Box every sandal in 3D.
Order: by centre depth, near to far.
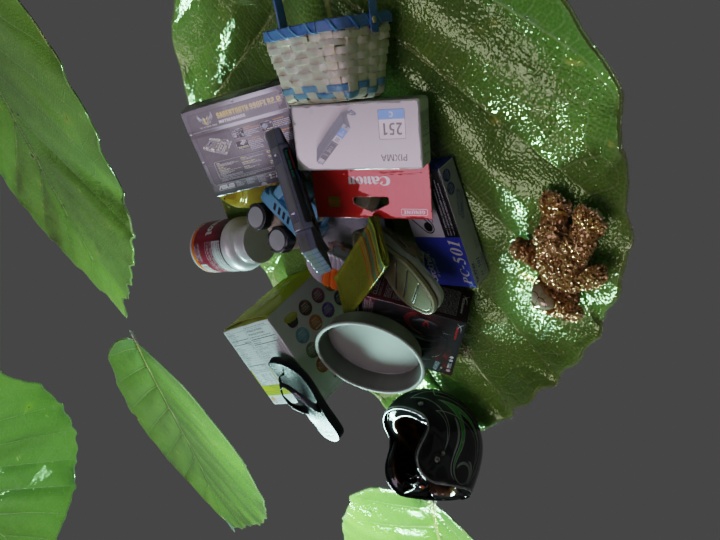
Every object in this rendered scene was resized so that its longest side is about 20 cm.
[{"bbox_3d":[-0.003,0.005,1.109,0.204,0.060,0.080,26,136,-8],"label":"sandal"},{"bbox_3d":[-0.102,0.242,1.127,0.201,0.043,0.076,53,143,-9],"label":"sandal"}]

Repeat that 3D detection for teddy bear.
[{"bbox_3d":[0.270,-0.013,0.833,0.144,0.067,0.202,38,142,17],"label":"teddy bear"}]

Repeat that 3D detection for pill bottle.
[{"bbox_3d":[-0.271,-0.055,1.306,0.198,0.113,0.114,-2,122,45],"label":"pill bottle"}]

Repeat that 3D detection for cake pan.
[{"bbox_3d":[0.019,0.141,1.052,0.196,0.037,0.202,13,139,11],"label":"cake pan"}]

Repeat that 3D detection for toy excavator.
[{"bbox_3d":[-0.080,-0.116,1.059,0.194,0.099,0.202,44,118,21],"label":"toy excavator"}]

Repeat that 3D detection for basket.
[{"bbox_3d":[-0.048,-0.329,0.810,0.174,0.138,0.204,12,122,37],"label":"basket"}]

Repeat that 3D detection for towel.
[{"bbox_3d":[-0.003,0.001,0.981,0.201,0.018,0.088,124,139,-56],"label":"towel"}]

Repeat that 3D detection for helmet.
[{"bbox_3d":[0.138,0.328,1.176,0.196,0.194,0.201,3,149,2],"label":"helmet"}]

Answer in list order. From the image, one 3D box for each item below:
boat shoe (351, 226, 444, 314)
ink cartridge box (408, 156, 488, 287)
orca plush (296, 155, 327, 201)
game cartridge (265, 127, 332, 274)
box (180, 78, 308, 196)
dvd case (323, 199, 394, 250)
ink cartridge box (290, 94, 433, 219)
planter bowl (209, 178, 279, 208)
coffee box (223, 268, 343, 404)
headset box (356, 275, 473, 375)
[{"bbox_3d":[0.070,-0.013,0.966,0.200,0.068,0.076,45,143,34],"label":"boat shoe"},{"bbox_3d":[0.125,-0.071,0.945,0.093,0.044,0.203,4,125,46],"label":"ink cartridge box"},{"bbox_3d":[-0.071,-0.207,0.982,0.071,0.104,0.203,12,126,62],"label":"orca plush"},{"bbox_3d":[-0.092,-0.105,0.940,0.130,0.038,0.203,77,175,-74],"label":"game cartridge"},{"bbox_3d":[-0.185,-0.225,1.043,0.196,0.049,0.161,-11,119,15],"label":"box"},{"bbox_3d":[-0.018,-0.067,1.117,0.197,0.018,0.145,15,132,36],"label":"dvd case"},{"bbox_3d":[0.004,-0.155,0.884,0.196,0.045,0.180,3,112,23],"label":"ink cartridge box"},{"bbox_3d":[-0.232,-0.184,1.174,0.198,0.083,0.203,27,139,25],"label":"planter bowl"},{"bbox_3d":[-0.118,0.127,1.242,0.199,0.200,0.199,-19,109,52],"label":"coffee box"},{"bbox_3d":[0.081,0.086,1.057,0.196,0.076,0.150,15,136,8],"label":"headset box"}]
